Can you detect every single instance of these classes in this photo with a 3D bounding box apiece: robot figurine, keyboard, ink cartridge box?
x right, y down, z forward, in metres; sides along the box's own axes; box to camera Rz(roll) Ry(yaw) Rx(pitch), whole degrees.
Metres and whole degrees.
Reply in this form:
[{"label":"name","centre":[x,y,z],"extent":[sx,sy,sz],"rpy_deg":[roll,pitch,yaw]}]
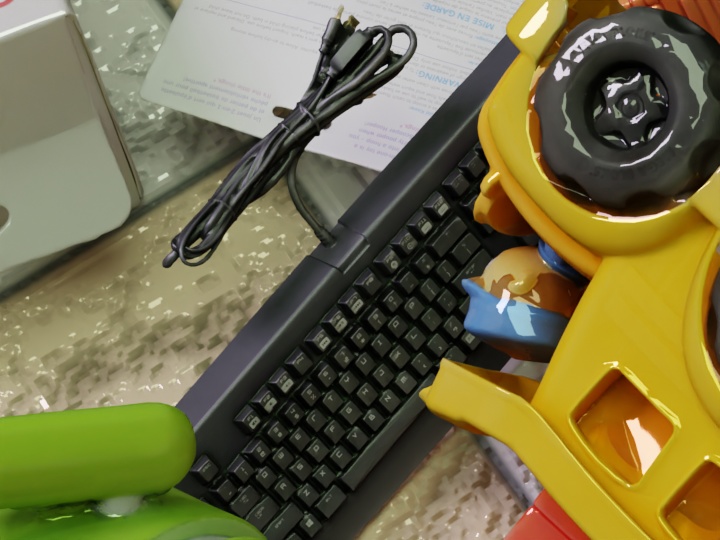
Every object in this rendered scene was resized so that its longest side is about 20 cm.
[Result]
[{"label":"robot figurine","centre":[-0.084,0.115,0.871],"extent":[0.200,0.176,0.116],"rpy_deg":[21,28,35]},{"label":"keyboard","centre":[0.000,0.000,0.938],"extent":[0.200,0.127,0.021],"rpy_deg":[-49,25,-14]},{"label":"ink cartridge box","centre":[-0.165,-0.087,0.995],"extent":[0.128,0.125,0.200],"rpy_deg":[-23,61,-5]}]

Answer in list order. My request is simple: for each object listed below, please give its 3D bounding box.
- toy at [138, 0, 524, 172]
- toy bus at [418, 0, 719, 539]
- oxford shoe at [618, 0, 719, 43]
[{"label":"toy","centre":[0.018,-0.118,1.031],"extent":[0.115,0.047,0.200],"rpy_deg":[17,69,18]},{"label":"toy bus","centre":[0.089,0.035,0.897],"extent":[0.200,0.136,0.192],"rpy_deg":[46,103,21]},{"label":"oxford shoe","centre":[0.136,-0.091,1.002],"extent":[0.200,0.071,0.073],"rpy_deg":[-21,29,4]}]
